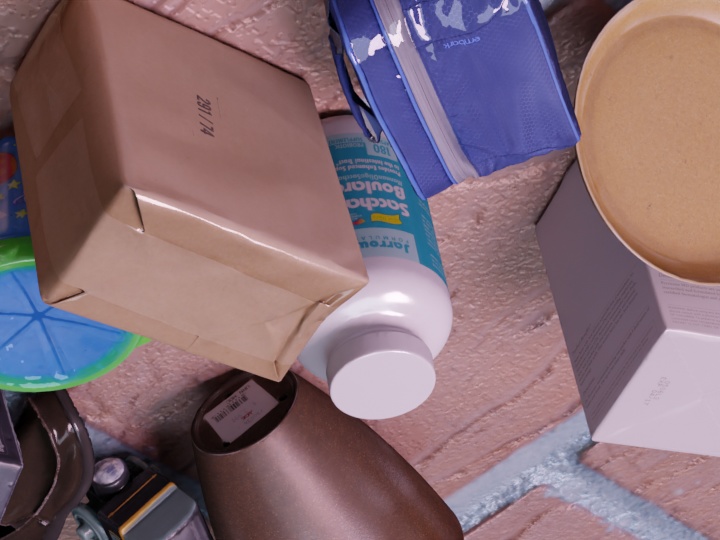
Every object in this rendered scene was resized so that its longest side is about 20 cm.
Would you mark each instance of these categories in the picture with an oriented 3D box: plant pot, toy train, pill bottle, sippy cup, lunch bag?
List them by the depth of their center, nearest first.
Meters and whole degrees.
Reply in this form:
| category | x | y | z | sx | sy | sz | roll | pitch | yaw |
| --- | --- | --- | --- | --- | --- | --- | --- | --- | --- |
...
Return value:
| category | x | y | z | sx | sy | sz | roll | pitch | yaw |
| --- | --- | --- | --- | --- | --- | --- | --- | --- | --- |
| lunch bag | 0.048 | -0.142 | 1.307 | 0.132 | 0.136 | 0.200 | -18 | 139 | 8 |
| sippy cup | -0.214 | -0.012 | 1.384 | 0.139 | 0.131 | 0.178 | -30 | 136 | 22 |
| plant pot | 0.222 | -0.088 | 1.391 | 0.199 | 0.201 | 0.027 | 11 | 169 | -23 |
| pill bottle | 0.000 | 0.000 | 1.404 | 0.110 | 0.201 | 0.111 | -7 | 139 | -6 |
| plant pot | -0.045 | 0.175 | 1.628 | 0.186 | 0.187 | 0.200 | -23 | 123 | 13 |
| toy train | -0.158 | 0.233 | 1.672 | 0.085 | 0.114 | 0.200 | -39 | 136 | -24 |

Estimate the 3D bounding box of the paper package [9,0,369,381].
| category | x | y | z | sx | sy | sz | roll | pitch | yaw |
| --- | --- | --- | --- | --- | --- | --- | --- | --- | --- |
| paper package | -0.110 | -0.055 | 1.316 | 0.190 | 0.200 | 0.104 | 20 | 125 | -32 |

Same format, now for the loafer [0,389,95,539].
| category | x | y | z | sx | sy | sz | roll | pitch | yaw |
| --- | --- | --- | --- | --- | --- | --- | --- | --- | --- |
| loafer | -0.257 | 0.165 | 1.612 | 0.071 | 0.073 | 0.200 | -14 | 145 | -32 |

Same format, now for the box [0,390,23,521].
| category | x | y | z | sx | sy | sz | roll | pitch | yaw |
| --- | --- | --- | --- | --- | --- | --- | --- | --- | --- |
| box | -0.377 | 0.174 | 1.536 | 0.199 | 0.118 | 0.197 | 14 | 113 | -26 |

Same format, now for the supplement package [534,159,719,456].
| category | x | y | z | sx | sy | sz | roll | pitch | yaw |
| --- | --- | --- | --- | --- | --- | --- | --- | --- | --- |
| supplement package | 0.215 | 0.011 | 1.465 | 0.119 | 0.201 | 0.121 | 8 | 136 | -20 |
